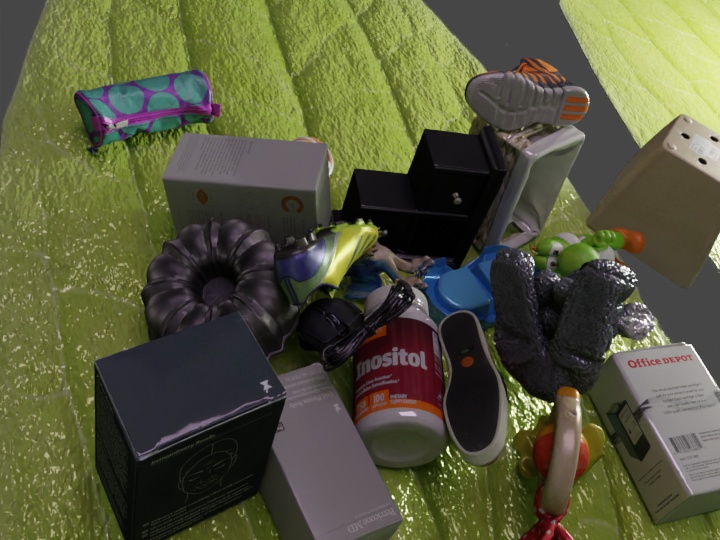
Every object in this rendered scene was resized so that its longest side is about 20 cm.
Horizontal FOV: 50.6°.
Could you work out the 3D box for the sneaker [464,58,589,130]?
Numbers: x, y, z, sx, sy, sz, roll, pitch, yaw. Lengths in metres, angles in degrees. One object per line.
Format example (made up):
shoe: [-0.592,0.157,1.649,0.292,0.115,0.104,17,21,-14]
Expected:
sneaker: [0.222,-0.259,1.096,0.196,0.079,0.113,4,35,-24]

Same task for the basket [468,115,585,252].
basket: [0.226,-0.142,1.156,0.134,0.202,0.123,-25,56,-35]

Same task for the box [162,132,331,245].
box: [-0.143,-0.096,1.001,0.195,0.126,0.099,6,46,6]

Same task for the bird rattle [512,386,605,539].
bird rattle: [0.215,0.227,0.863,0.110,0.166,0.200,14,34,19]

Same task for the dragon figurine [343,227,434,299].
dragon figurine: [0.000,0.000,1.038,0.196,0.100,0.060,-10,41,22]

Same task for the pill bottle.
pill bottle: [0.045,0.121,0.917,0.110,0.114,0.203,10,47,-11]

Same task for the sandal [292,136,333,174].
sandal: [-0.092,-0.148,1.140,0.078,0.060,0.208,25,47,3]

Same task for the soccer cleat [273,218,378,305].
soccer cleat: [-0.037,-0.012,0.916,0.064,0.086,0.199,-7,10,31]

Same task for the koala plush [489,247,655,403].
koala plush: [0.277,0.061,0.986,0.175,0.188,0.198,9,13,36]

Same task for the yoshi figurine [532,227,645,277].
yoshi figurine: [0.345,-0.012,1.130,0.197,0.111,0.115,-3,76,-35]

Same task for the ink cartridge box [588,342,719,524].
ink cartridge box: [0.409,0.206,0.991,0.143,0.085,0.203,-3,51,-21]

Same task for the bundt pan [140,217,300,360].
bundt pan: [-0.170,0.024,0.902,0.197,0.076,0.206,-2,64,4]

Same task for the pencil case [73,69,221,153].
pencil case: [-0.314,-0.239,1.124,0.197,0.087,0.092,-22,43,-33]

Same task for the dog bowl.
dog bowl: [0.170,0.031,1.084,0.197,0.050,0.112,-14,56,-29]

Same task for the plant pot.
plant pot: [0.531,-0.133,1.268,0.198,0.179,0.200,36,48,12]

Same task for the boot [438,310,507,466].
boot: [0.148,0.165,0.897,0.071,0.146,0.202,-18,39,15]

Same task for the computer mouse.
computer mouse: [-0.014,0.044,0.901,0.140,0.200,0.046,-38,102,-9]

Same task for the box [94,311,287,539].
box: [-0.172,0.160,0.744,0.146,0.202,0.108,-18,57,-32]

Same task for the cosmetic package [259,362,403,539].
cosmetic package: [-0.051,0.215,0.820,0.105,0.091,0.201,-13,53,-33]

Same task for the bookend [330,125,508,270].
bookend: [0.074,-0.106,1.066,0.194,0.202,0.093,4,48,-17]
